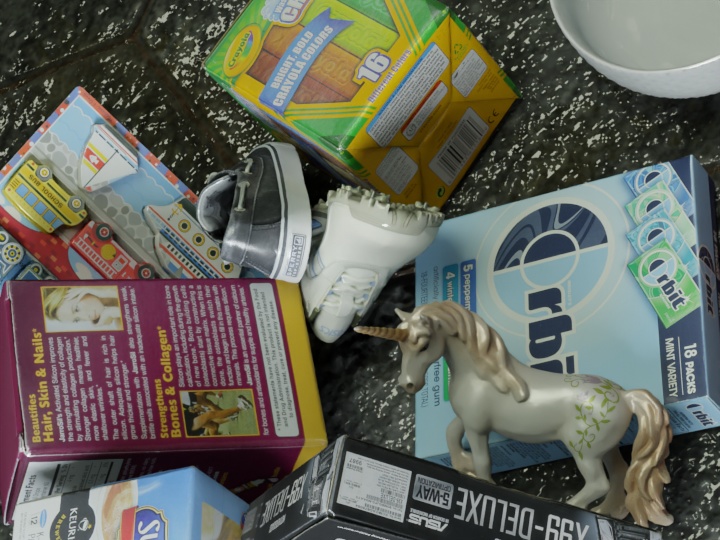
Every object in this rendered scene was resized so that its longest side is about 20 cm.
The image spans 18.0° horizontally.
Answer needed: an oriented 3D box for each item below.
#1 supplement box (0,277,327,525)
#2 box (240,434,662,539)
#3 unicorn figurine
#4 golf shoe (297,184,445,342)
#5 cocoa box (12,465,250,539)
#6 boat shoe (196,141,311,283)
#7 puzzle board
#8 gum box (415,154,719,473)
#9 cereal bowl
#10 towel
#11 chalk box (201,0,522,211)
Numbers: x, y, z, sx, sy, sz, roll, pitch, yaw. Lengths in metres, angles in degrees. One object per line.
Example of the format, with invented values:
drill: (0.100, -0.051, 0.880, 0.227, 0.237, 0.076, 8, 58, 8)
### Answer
supplement box: (-0.134, 0.084, 1.472, 0.198, 0.103, 0.132, 0, 57, -17)
box: (0.047, 0.161, 1.288, 0.158, 0.199, 0.050, 139, 145, -60)
unicorn figurine: (0.091, 0.088, 1.359, 0.198, 0.138, 0.074, 4, 23, 0)
golf shoe: (0.000, 0.000, 1.482, 0.200, 0.078, 0.098, 155, 128, -76)
cocoa box: (-0.106, 0.223, 1.383, 0.130, 0.200, 0.134, -13, 58, 25)
boat shoe: (-0.078, -0.043, 1.536, 0.200, 0.067, 0.072, -110, 31, -68)
puzzle board: (-0.168, -0.004, 1.553, 0.151, 0.200, 0.017, -49, 13, -14)
gum box: (0.130, 0.032, 1.440, 0.199, 0.045, 0.171, -14, 58, 25)
cereal bowl: (0.226, -0.197, 1.481, 0.199, 0.083, 0.202, -15, 58, 25)
towel: (-0.178, 0.051, 1.571, 0.201, 0.152, 0.023, -62, 18, -12)
chalk box: (-0.013, -0.140, 1.573, 0.200, 0.124, 0.125, 32, 83, 39)
